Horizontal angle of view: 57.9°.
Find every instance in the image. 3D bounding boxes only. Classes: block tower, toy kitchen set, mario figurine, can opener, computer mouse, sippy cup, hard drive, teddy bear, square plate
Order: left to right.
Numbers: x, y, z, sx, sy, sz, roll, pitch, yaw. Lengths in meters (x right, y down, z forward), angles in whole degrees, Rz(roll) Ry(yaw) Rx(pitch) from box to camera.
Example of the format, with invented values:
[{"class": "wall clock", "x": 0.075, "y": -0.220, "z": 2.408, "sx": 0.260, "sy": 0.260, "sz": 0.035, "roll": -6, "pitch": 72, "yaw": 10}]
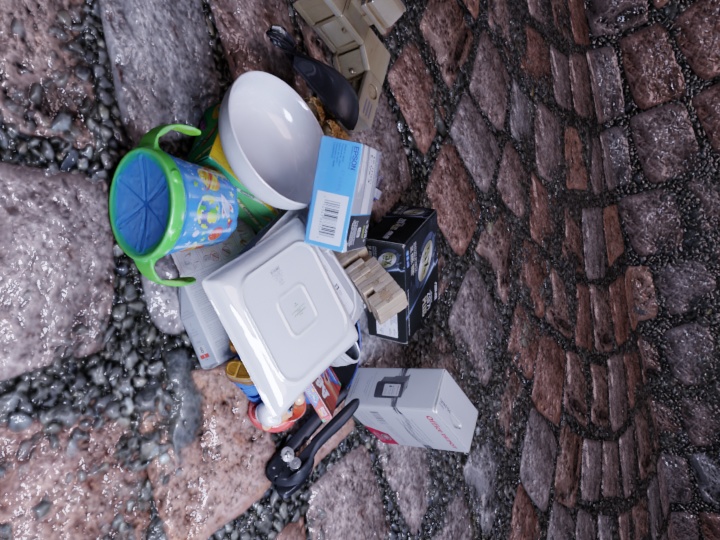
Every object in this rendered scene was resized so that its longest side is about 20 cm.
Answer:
[{"class": "sippy cup", "x": -0.231, "y": -0.083, "z": 0.840, "sx": 0.129, "sy": 0.140, "sz": 0.180, "roll": -4, "pitch": 133, "yaw": -54}, {"class": "mario figurine", "x": -0.120, "y": 0.163, "z": 0.936, "sx": 0.124, "sy": 0.104, "sz": 0.202, "roll": -53, "pitch": 150, "yaw": -23}, {"class": "square plate", "x": -0.092, "y": 0.055, "z": 0.866, "sx": 0.199, "sy": 0.028, "sz": 0.202, "roll": -39, "pitch": 108, "yaw": -46}, {"class": "hard drive", "x": -0.077, "y": 0.017, "z": 0.948, "sx": 0.202, "sy": 0.037, "sz": 0.140, "roll": 58, "pitch": 40, "yaw": -17}, {"class": "can opener", "x": -0.077, "y": 0.267, "z": 1.046, "sx": 0.201, "sy": 0.063, "sz": 0.079, "roll": -50, "pitch": 167, "yaw": -28}, {"class": "computer mouse", "x": -0.061, "y": -0.312, "z": 1.050, "sx": 0.201, "sy": 0.053, "sz": 0.138, "roll": 51, "pitch": 8, "yaw": 17}, {"class": "teddy bear", "x": -0.043, "y": -0.217, "z": 1.088, "sx": 0.066, "sy": 0.145, "sz": 0.201, "roll": -40, "pitch": 148, "yaw": -2}, {"class": "toy kitchen set", "x": -0.014, "y": -0.385, "z": 1.142, "sx": 0.199, "sy": 0.160, "sz": 0.185, "roll": 39, "pitch": 56, "yaw": -42}, {"class": "block tower", "x": 0.000, "y": 0.000, "z": 1.049, "sx": 0.057, "sy": 0.201, "sz": 0.055, "roll": -31, "pitch": 142, "yaw": -8}]

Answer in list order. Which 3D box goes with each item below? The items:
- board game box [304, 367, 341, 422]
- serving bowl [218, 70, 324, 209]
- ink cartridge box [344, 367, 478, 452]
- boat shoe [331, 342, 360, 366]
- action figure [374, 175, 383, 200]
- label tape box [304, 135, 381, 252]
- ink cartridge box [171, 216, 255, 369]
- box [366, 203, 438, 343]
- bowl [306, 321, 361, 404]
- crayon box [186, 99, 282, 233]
[{"class": "board game box", "x": -0.090, "y": 0.112, "z": 0.956, "sx": 0.203, "sy": 0.019, "sz": 0.103, "roll": 61, "pitch": 15, "yaw": -12}, {"class": "serving bowl", "x": -0.128, "y": -0.174, "z": 0.923, "sx": 0.199, "sy": 0.065, "sz": 0.205, "roll": 33, "pitch": 46, "yaw": -40}, {"class": "ink cartridge box", "x": 0.093, "y": 0.248, "z": 1.168, "sx": 0.146, "sy": 0.196, "sz": 0.085, "roll": 50, "pitch": 49, "yaw": -35}, {"class": "boat shoe", "x": -0.060, "y": 0.072, "z": 1.033, "sx": 0.072, "sy": 0.067, "sz": 0.204, "roll": -45, "pitch": 120, "yaw": -44}, {"class": "action figure", "x": -0.010, "y": -0.081, "z": 1.187, "sx": 0.129, "sy": 0.068, "sz": 0.205, "roll": 24, "pitch": 81, "yaw": -55}, {"class": "label tape box", "x": -0.014, "y": -0.109, "z": 0.949, "sx": 0.200, "sy": 0.064, "sz": 0.147, "roll": -18, "pitch": 119, "yaw": -74}, {"class": "ink cartridge box", "x": -0.202, "y": 0.018, "z": 0.953, "sx": 0.161, "sy": 0.050, "sz": 0.204, "roll": -27, "pitch": 92, "yaw": -50}, {"class": "box", "x": 0.080, "y": 0.004, "z": 1.223, "sx": 0.164, "sy": 0.084, "sz": 0.205, "roll": -44, "pitch": 137, "yaw": -52}, {"class": "bowl", "x": -0.067, "y": 0.122, "z": 1.106, "sx": 0.198, "sy": 0.039, "sz": 0.207, "roll": 10, "pitch": 77, "yaw": -52}, {"class": "crayon box", "x": -0.161, "y": -0.143, "z": 0.981, "sx": 0.200, "sy": 0.057, "sz": 0.121, "roll": 43, "pitch": 44, "yaw": -38}]
